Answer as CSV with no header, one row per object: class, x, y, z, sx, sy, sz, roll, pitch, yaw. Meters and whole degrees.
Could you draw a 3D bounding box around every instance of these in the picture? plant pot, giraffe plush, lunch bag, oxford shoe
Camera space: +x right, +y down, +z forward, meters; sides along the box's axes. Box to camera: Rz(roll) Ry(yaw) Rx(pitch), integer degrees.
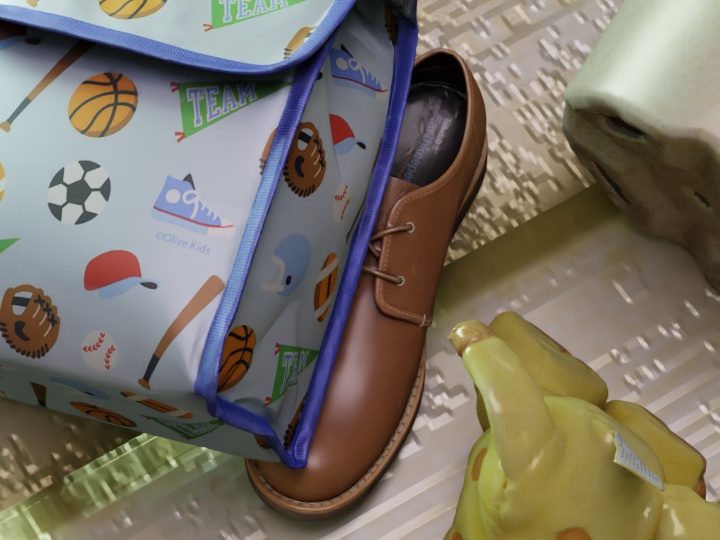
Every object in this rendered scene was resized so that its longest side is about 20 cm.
plant pot,0.181,-0.089,1.134,0.200,0.201,0.184,38,79,18
giraffe plush,0.056,0.126,1.034,0.172,0.200,0.162,40,97,15
lunch bag,-0.081,-0.049,1.093,0.169,0.124,0.201,14,76,22
oxford shoe,0.000,0.000,1.137,0.071,0.071,0.201,15,64,6
